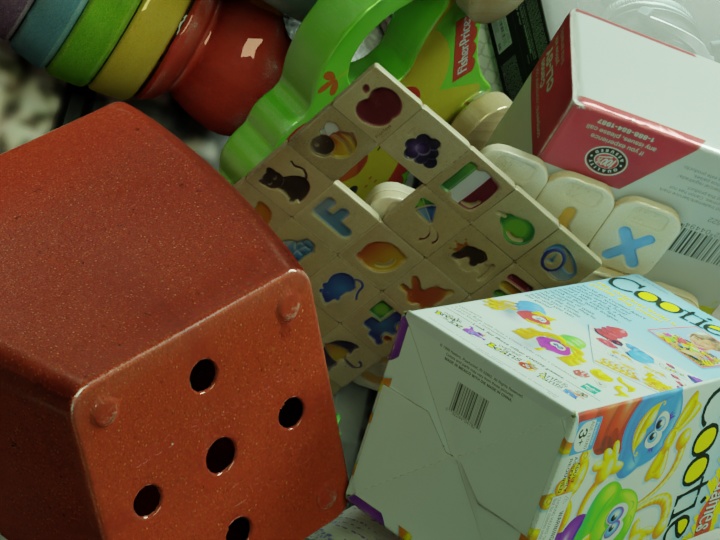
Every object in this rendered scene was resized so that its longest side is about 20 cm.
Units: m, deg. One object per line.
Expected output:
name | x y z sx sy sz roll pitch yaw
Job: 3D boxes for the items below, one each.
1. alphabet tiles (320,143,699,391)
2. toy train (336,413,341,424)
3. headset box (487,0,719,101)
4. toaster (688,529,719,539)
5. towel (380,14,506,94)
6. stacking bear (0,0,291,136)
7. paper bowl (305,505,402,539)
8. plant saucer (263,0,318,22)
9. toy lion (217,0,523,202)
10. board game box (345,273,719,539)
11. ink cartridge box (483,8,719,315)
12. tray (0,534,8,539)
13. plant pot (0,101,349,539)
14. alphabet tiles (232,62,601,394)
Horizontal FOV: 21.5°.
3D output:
alphabet tiles | 0.080 0.019 1.040 0.199 0.196 0.015 19 42 -15
toy train | -0.071 0.148 1.014 0.042 0.056 0.201 33 66 -3
headset box | 0.180 -0.162 1.154 0.199 0.077 0.150 -8 80 -21
toaster | 0.154 0.189 1.062 0.129 0.114 0.201 -25 87 -21
towel | 0.116 -0.135 1.181 0.190 0.032 0.201 -23 85 -25
stacking bear | -0.123 -0.146 1.048 0.199 0.121 0.114 29 100 -14
paper bowl | 0.017 0.220 0.948 0.104 0.201 0.202 -23 84 -25
plant saucer | -0.075 -0.195 1.058 0.200 0.200 0.027 36 104 -8
toy lion | 0.000 -0.088 1.032 0.191 0.200 0.069 -31 61 -21
board game box | 0.105 0.077 0.926 0.199 0.105 0.104 -7 121 -49
ink cartridge box | 0.135 -0.028 1.061 0.144 0.200 0.084 18 43 -15
tray | -0.229 0.148 0.885 0.107 0.200 0.022 34 43 -9
plant pot | -0.118 0.060 0.898 0.199 0.176 0.201 -30 122 -33
alphabet tiles | 0.000 0.000 1.010 0.167 0.200 0.008 39 33 -22
